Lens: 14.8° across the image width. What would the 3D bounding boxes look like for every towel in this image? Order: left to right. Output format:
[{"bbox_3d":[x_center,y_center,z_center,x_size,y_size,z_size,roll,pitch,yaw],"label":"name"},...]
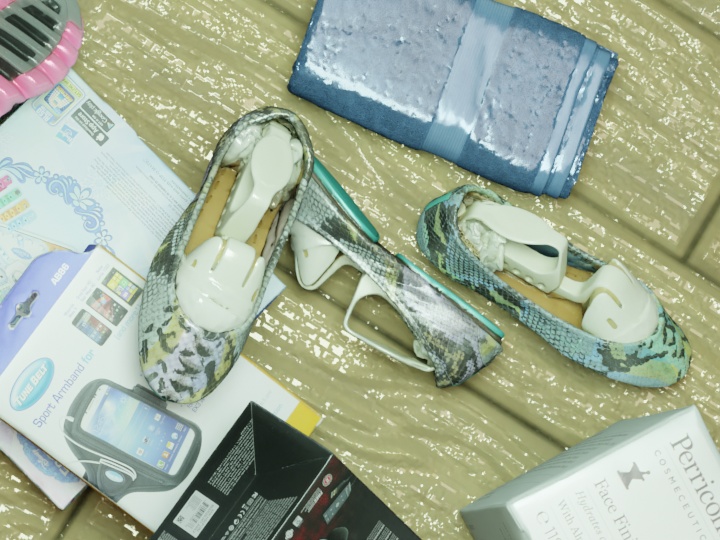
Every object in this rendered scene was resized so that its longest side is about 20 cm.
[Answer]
[{"bbox_3d":[0.059,-0.127,1.779,0.200,0.049,0.112,22,81,-5],"label":"towel"}]

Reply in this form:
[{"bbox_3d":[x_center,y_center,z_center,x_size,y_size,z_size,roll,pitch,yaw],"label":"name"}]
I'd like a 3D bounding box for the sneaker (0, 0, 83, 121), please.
[{"bbox_3d":[-0.251,-0.104,1.710,0.079,0.095,0.200,44,63,-14],"label":"sneaker"}]

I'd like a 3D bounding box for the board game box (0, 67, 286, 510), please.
[{"bbox_3d":[-0.186,0.011,1.736,0.199,0.043,0.200,-45,91,-10],"label":"board game box"}]

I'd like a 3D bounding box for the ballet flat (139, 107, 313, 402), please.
[{"bbox_3d":[-0.078,-0.017,1.648,0.072,0.072,0.201,22,61,-4],"label":"ballet flat"}]

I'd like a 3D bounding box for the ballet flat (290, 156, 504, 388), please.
[{"bbox_3d":[0.000,0.000,1.749,0.200,0.072,0.072,43,81,0],"label":"ballet flat"}]

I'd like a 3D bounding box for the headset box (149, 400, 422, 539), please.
[{"bbox_3d":[-0.043,0.192,1.670,0.077,0.200,0.149,30,79,36],"label":"headset box"}]

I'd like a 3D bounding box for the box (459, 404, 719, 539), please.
[{"bbox_3d":[0.173,0.199,1.680,0.130,0.200,0.199,-28,87,-8],"label":"box"}]

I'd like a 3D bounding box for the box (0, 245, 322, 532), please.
[{"bbox_3d":[-0.137,0.077,1.685,0.200,0.041,0.119,38,82,-10],"label":"box"}]

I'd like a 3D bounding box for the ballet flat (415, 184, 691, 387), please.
[{"bbox_3d":[0.129,0.008,1.757,0.200,0.074,0.074,27,81,-5],"label":"ballet flat"}]
